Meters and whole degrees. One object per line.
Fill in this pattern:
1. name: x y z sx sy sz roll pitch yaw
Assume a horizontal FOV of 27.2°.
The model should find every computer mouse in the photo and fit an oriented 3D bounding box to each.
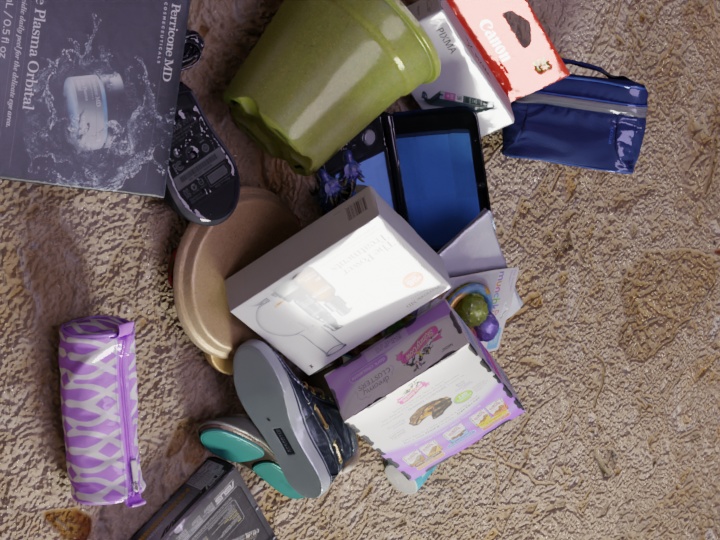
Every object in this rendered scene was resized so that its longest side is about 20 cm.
1. computer mouse: -0.194 -0.140 1.566 0.138 0.053 0.201 -33 107 -33

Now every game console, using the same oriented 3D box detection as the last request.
1. game console: 0.055 -0.082 1.779 0.170 0.118 0.202 -29 118 -38

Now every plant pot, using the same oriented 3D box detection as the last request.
1. plant pot: -0.046 -0.212 1.618 0.185 0.200 0.201 -49 130 -10

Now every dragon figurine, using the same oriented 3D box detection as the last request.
1. dragon figurine: -0.013 -0.043 1.643 0.058 0.100 0.202 -16 114 -5

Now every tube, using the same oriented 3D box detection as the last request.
1. tube: 0.108 0.206 1.950 0.200 0.050 0.078 -46 132 -34

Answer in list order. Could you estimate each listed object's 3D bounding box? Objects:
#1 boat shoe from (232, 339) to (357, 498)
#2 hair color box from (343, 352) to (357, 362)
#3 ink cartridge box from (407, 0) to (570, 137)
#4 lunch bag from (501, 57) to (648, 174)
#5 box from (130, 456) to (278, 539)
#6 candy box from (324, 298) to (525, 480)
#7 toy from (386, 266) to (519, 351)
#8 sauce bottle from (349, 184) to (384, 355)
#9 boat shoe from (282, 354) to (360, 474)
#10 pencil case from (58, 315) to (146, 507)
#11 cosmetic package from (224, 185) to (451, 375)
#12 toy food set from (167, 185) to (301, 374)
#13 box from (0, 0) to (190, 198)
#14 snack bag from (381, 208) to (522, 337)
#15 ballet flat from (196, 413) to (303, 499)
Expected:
1. boat shoe: -0.072 0.150 1.679 0.091 0.070 0.202 -44 118 -46
2. hair color box: 0.056 0.120 1.865 0.199 0.060 0.101 -21 113 -40
3. ink cartridge box: 0.139 -0.254 1.797 0.200 0.172 0.044 50 26 -39
4. lunch bag: 0.269 -0.204 1.921 0.136 0.198 0.134 -39 138 -80
5. box: -0.187 0.336 1.678 0.200 0.048 0.159 -46 128 -28
6. candy box: 0.077 0.142 1.725 0.167 0.072 0.200 -32 144 7
7. toy: 0.118 0.066 1.768 0.199 0.047 0.116 -7 120 -38
8. sauce bottle: 0.000 0.000 1.747 0.066 0.066 0.202 -29 124 -37
9. boat shoe: -0.048 0.140 1.765 0.072 0.065 0.202 -17 100 -3
10. pencil case: -0.264 0.146 1.533 0.084 0.085 0.202 -18 111 -43
11. cosmetic package: -0.024 0.015 1.616 0.199 0.052 0.151 -33 136 17
12. toy food set: -0.133 0.002 1.659 0.199 0.048 0.200 -57 132 -20
13. box: -0.281 -0.180 1.400 0.199 0.117 0.199 5 95 -36
14. snack bag: 0.113 0.049 1.803 0.200 0.021 0.189 -41 135 -16
15. ballet flat: -0.118 0.200 1.719 0.200 0.067 0.064 42 43 -43
